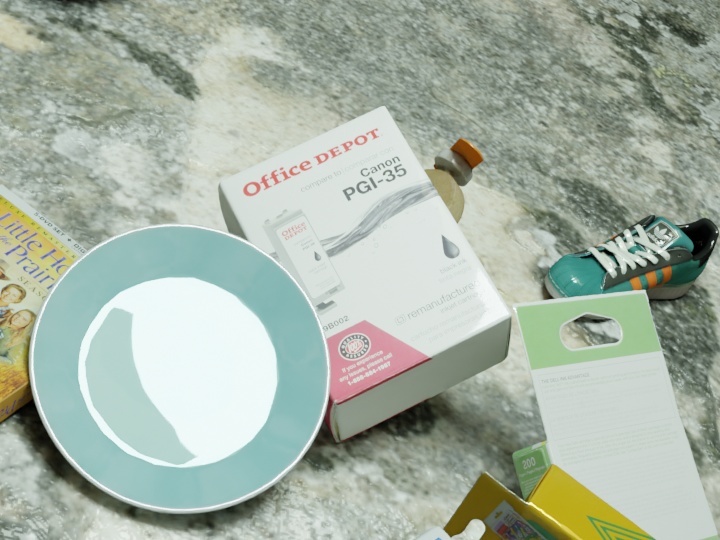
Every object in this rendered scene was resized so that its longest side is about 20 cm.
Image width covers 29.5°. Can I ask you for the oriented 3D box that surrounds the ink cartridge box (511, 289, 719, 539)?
[{"bbox_3d":[0.177,0.121,1.007,0.145,0.048,0.202,-4,72,-36],"label":"ink cartridge box"}]

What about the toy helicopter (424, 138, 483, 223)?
[{"bbox_3d":[0.041,-0.073,1.157,0.079,0.132,0.200,46,10,-26],"label":"toy helicopter"}]

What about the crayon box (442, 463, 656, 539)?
[{"bbox_3d":[0.141,0.214,0.872,0.199,0.126,0.052,36,37,9],"label":"crayon box"}]

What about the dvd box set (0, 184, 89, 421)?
[{"bbox_3d":[-0.258,0.028,0.910,0.146,0.030,0.200,37,38,11],"label":"dvd box set"}]

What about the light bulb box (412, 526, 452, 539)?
[{"bbox_3d":[0.026,0.278,0.723,0.198,0.125,0.199,44,38,20],"label":"light bulb box"}]

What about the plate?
[{"bbox_3d":[-0.118,0.064,0.905,0.198,0.026,0.202,6,66,-13],"label":"plate"}]

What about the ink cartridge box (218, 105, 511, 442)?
[{"bbox_3d":[0.000,0.000,1.001,0.146,0.083,0.201,-25,65,-10],"label":"ink cartridge box"}]

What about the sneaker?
[{"bbox_3d":[0.250,-0.013,1.247,0.199,0.080,0.072,-11,52,-41],"label":"sneaker"}]
